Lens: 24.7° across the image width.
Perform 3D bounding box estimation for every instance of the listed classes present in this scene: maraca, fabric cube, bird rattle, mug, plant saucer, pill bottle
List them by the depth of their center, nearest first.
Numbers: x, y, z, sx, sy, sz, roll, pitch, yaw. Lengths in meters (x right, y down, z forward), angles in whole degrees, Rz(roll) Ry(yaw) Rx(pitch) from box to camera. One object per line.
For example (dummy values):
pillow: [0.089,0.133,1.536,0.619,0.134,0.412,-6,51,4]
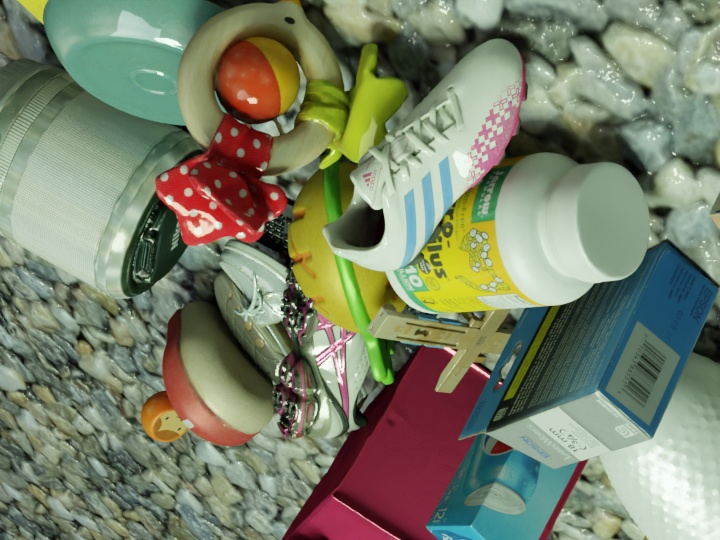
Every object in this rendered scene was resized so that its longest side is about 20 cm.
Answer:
bird rattle: [-0.073,-0.116,1.234,0.164,0.198,0.113,63,168,4]
pill bottle: [0.115,-0.028,1.238,0.199,0.113,0.113,-5,133,49]
plant saucer: [-0.162,-0.164,1.320,0.198,0.036,0.200,10,160,4]
mug: [0.269,0.150,1.340,0.176,0.148,0.200,47,179,-13]
maraca: [0.000,0.000,1.375,0.106,0.138,0.202,-10,120,11]
fabric cube: [0.069,0.221,1.565,0.195,0.201,0.200,35,151,-1]

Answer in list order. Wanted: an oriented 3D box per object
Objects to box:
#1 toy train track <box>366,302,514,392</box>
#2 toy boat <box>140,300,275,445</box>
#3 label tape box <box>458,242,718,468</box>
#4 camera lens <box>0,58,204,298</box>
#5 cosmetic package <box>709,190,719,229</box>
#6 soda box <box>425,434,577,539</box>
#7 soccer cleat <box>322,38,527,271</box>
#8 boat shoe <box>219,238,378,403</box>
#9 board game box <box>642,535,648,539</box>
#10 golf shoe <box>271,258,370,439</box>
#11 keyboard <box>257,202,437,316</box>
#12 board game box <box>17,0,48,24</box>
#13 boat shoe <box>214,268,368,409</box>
toy train track: [0.068,0.046,1.376,0.199,0.115,0.033,10,-150,-52]
toy boat: [-0.166,0.121,1.654,0.131,0.131,0.200,48,-177,-12]
label tape box: [0.178,0.076,1.298,0.063,0.145,0.200,38,151,-12]
camera lens: [-0.247,-0.081,1.474,0.199,0.161,0.161,28,150,10]
cosmetic package: [0.332,-0.003,1.081,0.200,0.088,0.103,46,147,-21]
soda box: [0.139,0.157,1.397,0.068,0.201,0.064,45,149,-21]
soccer cleat: [0.045,-0.080,1.177,0.201,0.086,0.070,-58,46,25]
boat shoe: [-0.066,0.056,1.538,0.202,0.065,0.074,51,162,-20]
board game box: [0.312,0.251,1.431,0.035,0.136,0.199,41,151,-15]
golf shoe: [-0.025,0.053,1.481,0.073,0.091,0.202,-140,53,-61]
keyboard: [-0.020,0.005,1.499,0.199,0.040,0.105,27,150,14]
board game box: [-0.242,-0.258,1.330,0.200,0.040,0.153,43,150,-16]
boat shoe: [-0.067,0.070,1.613,0.201,0.072,0.076,53,157,-11]
